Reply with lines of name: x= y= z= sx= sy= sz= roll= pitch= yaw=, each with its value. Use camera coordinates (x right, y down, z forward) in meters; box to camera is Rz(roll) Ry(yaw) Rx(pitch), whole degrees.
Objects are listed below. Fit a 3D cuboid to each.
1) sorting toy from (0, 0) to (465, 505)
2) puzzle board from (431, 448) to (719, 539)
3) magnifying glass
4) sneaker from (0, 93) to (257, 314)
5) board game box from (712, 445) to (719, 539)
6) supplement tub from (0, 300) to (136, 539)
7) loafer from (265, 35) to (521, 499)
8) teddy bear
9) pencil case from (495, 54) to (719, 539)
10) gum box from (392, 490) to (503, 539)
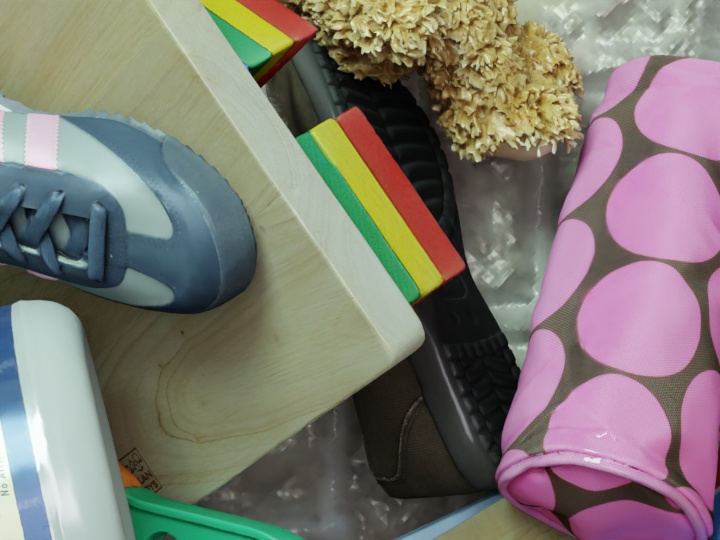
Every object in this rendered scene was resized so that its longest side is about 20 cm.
sorting toy: x=-0.069 y=-0.030 z=0.902 sx=0.070 sy=0.200 sz=0.199 roll=-33 pitch=87 yaw=-37
puzzle board: x=0.097 y=0.147 z=0.921 sx=0.200 sy=0.017 sz=0.151 roll=-25 pitch=82 yaw=-42
magnifying glass: x=-0.074 y=0.101 z=0.910 sx=0.200 sy=0.022 sz=0.080 roll=39 pitch=111 yaw=28
sneaker: x=-0.132 y=-0.022 z=0.842 sx=0.199 sy=0.070 sz=0.082 roll=19 pitch=34 yaw=27
board game box: x=0.171 y=0.059 z=0.875 sx=0.040 sy=0.200 sz=0.153 roll=28 pitch=50 yaw=0
supplement tub: x=-0.178 y=0.099 z=0.833 sx=0.199 sy=0.145 sz=0.146 roll=-14 pitch=81 yaw=-5
loafer: x=0.000 y=0.000 z=0.953 sx=0.071 sy=0.073 sz=0.201 roll=-29 pitch=69 yaw=29
teddy bear: x=0.011 y=-0.117 z=0.950 sx=0.200 sy=0.145 sz=0.067 roll=43 pitch=118 yaw=2
pencil case: x=0.115 y=0.015 z=0.933 sx=0.090 sy=0.094 sz=0.200 roll=-1 pitch=52 yaw=33
gum box: x=0.008 y=0.198 z=0.934 sx=0.199 sy=0.045 sz=0.170 roll=-23 pitch=83 yaw=-9
